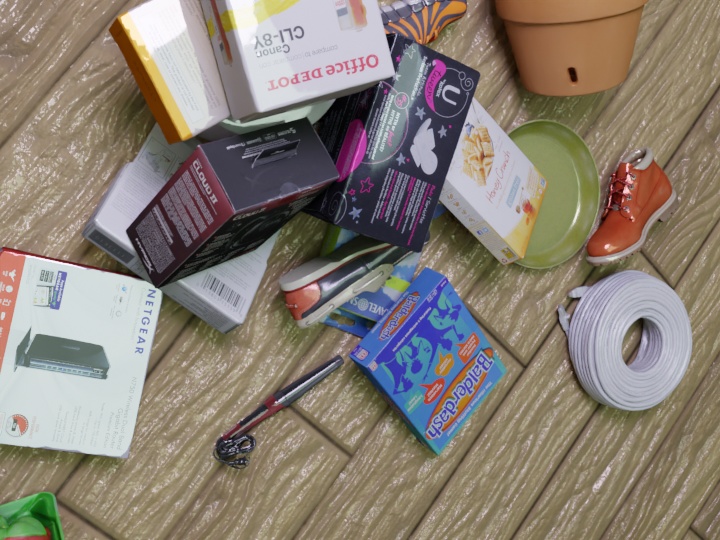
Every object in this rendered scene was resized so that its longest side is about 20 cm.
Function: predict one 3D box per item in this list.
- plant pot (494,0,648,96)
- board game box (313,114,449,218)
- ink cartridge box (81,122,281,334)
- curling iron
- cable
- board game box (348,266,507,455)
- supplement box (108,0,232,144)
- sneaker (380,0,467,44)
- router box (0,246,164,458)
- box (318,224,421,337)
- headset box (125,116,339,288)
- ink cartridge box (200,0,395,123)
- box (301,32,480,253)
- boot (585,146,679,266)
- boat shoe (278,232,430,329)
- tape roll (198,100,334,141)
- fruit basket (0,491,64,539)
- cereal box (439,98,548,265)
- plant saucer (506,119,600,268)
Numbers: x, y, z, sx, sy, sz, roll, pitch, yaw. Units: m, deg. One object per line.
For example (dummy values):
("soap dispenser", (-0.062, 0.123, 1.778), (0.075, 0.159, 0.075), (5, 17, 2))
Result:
("plant pot", (0.272, -0.313, 1.110), (0.197, 0.200, 0.142), (-19, 119, -21))
("board game box", (0.026, -0.163, 1.059), (0.198, 0.035, 0.138), (23, 60, -23))
("ink cartridge box", (-0.192, -0.055, 0.989), (0.199, 0.043, 0.175), (38, 49, -22))
("curling iron", (-0.097, 0.172, 1.066), (0.199, 0.026, 0.050), (-39, 72, -20))
("cable", (0.395, 0.101, 1.256), (0.197, 0.069, 0.203), (-21, 103, -21))
("board game box", (0.092, 0.120, 1.110), (0.152, 0.045, 0.201), (-48, 128, -13))
("supplement box", (-0.126, -0.226, 0.842), (0.198, 0.073, 0.128), (-32, 106, -18))
("sneaker", (0.058, -0.267, 1.055), (0.197, 0.077, 0.114), (-23, 89, -20))
("router box", (-0.325, 0.092, 0.948), (0.177, 0.049, 0.204), (12, 90, -24))
("box", (0.012, -0.020, 1.089), (0.120, 0.048, 0.203), (20, 86, -24))
("headset box", (-0.128, -0.073, 0.882), (0.148, 0.199, 0.078), (-26, 82, -44))
("ink cartridge box", (-0.066, -0.252, 0.780), (0.143, 0.083, 0.203), (-19, 101, -21))
("box", (0.027, -0.138, 0.939), (0.113, 0.132, 0.203), (18, 93, -26))
("boot", (0.368, -0.090, 1.216), (0.200, 0.074, 0.108), (-43, 116, -30))
("boat shoe", (0.000, 0.000, 1.021), (0.198, 0.071, 0.063), (-27, 107, -15))
("tape roll", (-0.126, -0.245, 0.957), (0.199, 0.139, 0.207), (-2, 95, -23))
("fruit basket", (-0.411, 0.282, 0.886), (0.212, 0.155, 0.219), (-12, 117, -24))
("cereal box", (0.148, -0.125, 1.079), (0.200, 0.039, 0.145), (43, 52, -22))
("plant saucer", (0.244, -0.105, 1.192), (0.197, 0.031, 0.204), (-3, 97, -24))
